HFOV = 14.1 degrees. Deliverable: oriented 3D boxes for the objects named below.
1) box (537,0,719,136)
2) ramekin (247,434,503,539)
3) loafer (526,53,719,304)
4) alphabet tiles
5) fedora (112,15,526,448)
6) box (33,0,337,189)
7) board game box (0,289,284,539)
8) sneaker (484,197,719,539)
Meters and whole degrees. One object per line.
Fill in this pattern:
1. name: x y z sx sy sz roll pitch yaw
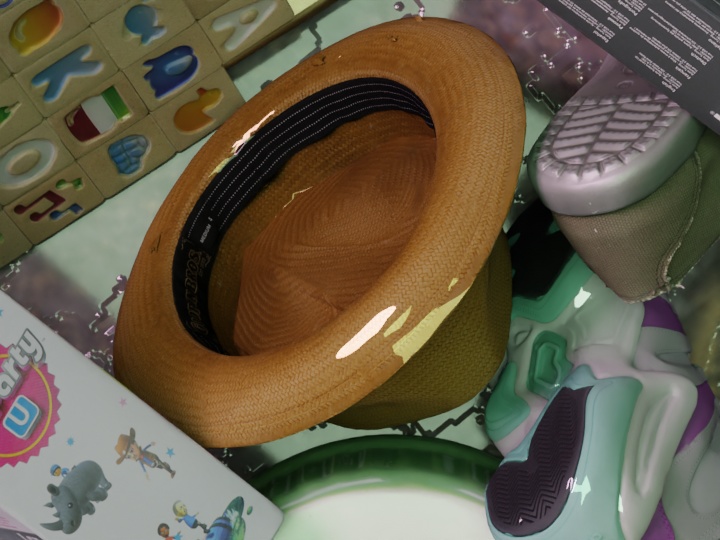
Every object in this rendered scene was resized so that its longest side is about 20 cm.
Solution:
1. box: 0.143 -0.120 1.017 0.200 0.044 0.161 35 50 -12
2. ramekin: 0.012 0.161 1.069 0.199 0.098 0.201 0 88 1
3. loafer: 0.124 -0.055 1.057 0.075 0.200 0.070 3 122 37
4. alphabet tiles: -0.121 -0.065 1.055 0.199 0.167 0.006 -33 60 0
5. fedora: 0.000 0.000 1.055 0.201 0.201 0.082 -48 121 -1
6. box: -0.085 -0.151 1.121 0.199 0.021 0.164 -33 88 -1
7. board game box: -0.144 0.050 1.010 0.200 0.147 0.064 39 70 -26
8. sneaker: 0.111 0.060 1.064 0.140 0.201 0.078 35 127 -24
